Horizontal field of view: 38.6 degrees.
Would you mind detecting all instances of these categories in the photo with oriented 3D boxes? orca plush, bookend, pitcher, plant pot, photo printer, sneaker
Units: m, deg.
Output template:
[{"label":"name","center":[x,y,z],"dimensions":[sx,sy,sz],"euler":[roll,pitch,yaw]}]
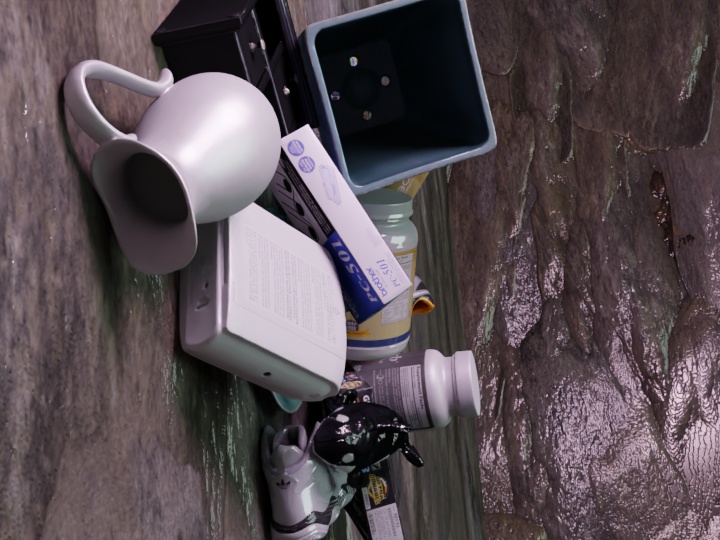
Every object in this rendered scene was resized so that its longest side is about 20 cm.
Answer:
[{"label":"orca plush","center":[0.028,0.192,1.147],"dimensions":[0.200,0.070,0.107],"euler":[37,53,-51]},{"label":"bookend","center":[-0.123,-0.198,1.093],"dimensions":[0.201,0.091,0.201],"euler":[-78,157,-58]},{"label":"pitcher","center":[-0.154,-0.114,0.861],"dimensions":[0.173,0.120,0.200],"euler":[62,28,-16]},{"label":"plant pot","center":[0.025,-0.223,1.262],"dimensions":[0.200,0.193,0.199],"euler":[-144,-143,-72]},{"label":"photo printer","center":[-0.087,0.031,1.004],"dimensions":[0.199,0.069,0.169],"euler":[31,45,-47]},{"label":"sneaker","center":[0.029,0.067,1.484],"dimensions":[0.077,0.199,0.079],"euler":[46,-31,12]},{"label":"sneaker","center":[-0.057,0.217,1.156],"dimensions":[0.200,0.074,0.117],"euler":[-44,127,-73]}]

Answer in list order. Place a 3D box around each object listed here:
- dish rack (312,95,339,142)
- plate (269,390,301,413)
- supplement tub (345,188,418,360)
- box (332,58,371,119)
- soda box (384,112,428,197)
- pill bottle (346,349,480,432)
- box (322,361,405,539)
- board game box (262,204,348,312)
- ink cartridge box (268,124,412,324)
[{"label":"dish rack","center":[-0.039,-0.207,1.461],"dimensions":[0.154,0.054,0.201],"euler":[49,-11,38]},{"label":"plate","center":[-0.100,0.063,1.185],"dimensions":[0.200,0.025,0.203],"euler":[-9,90,-78]},{"label":"supplement tub","center":[0.000,0.000,1.330],"dimensions":[0.144,0.142,0.203],"euler":[-57,152,-73]},{"label":"box","center":[-0.030,-0.304,1.689],"dimensions":[0.200,0.069,0.065],"euler":[42,39,-72]},{"label":"soda box","center":[0.048,-0.143,1.421],"dimensions":[0.064,0.202,0.068],"euler":[15,21,-45]},{"label":"pill bottle","center":[0.071,0.178,1.508],"dimensions":[0.116,0.197,0.118],"euler":[-8,90,-79]},{"label":"box","center":[-0.005,0.228,1.311],"dimensions":[0.200,0.049,0.202],"euler":[-160,-121,-77]},{"label":"board game box","center":[-0.060,-0.011,1.160],"dimensions":[0.199,0.028,0.137],"euler":[-14,81,-55]},{"label":"ink cartridge box","center":[-0.028,-0.046,1.096],"dimensions":[0.201,0.044,0.094],"euler":[56,-23,4]}]
